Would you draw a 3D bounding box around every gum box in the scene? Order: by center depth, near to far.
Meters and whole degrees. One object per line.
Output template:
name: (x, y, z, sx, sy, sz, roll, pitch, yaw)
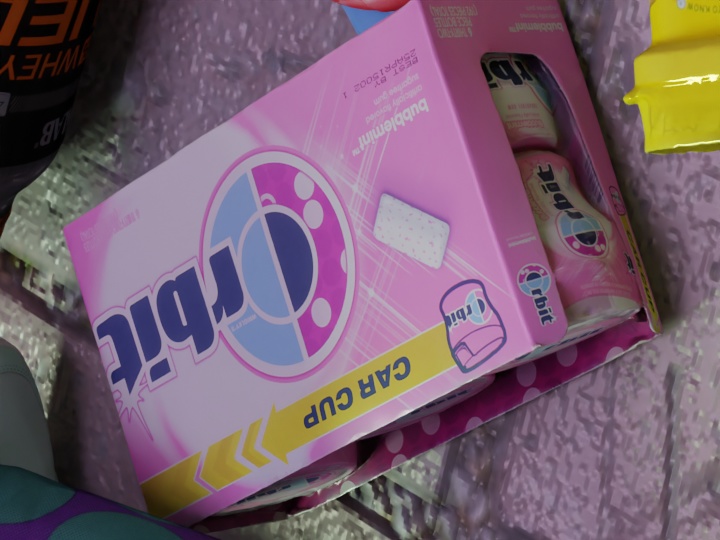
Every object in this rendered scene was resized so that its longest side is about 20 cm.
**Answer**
gum box: (0.000, 0.000, 0.947, 0.200, 0.066, 0.114, -30, 73, 43)

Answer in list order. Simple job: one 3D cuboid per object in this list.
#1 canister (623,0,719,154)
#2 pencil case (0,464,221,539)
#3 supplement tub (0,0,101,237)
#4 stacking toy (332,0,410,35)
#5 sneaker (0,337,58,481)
canister: (0.138, -0.136, 0.783, 0.148, 0.086, 0.201, -4, 91, 45)
pencil case: (-0.069, 0.126, 0.948, 0.200, 0.085, 0.093, 20, 85, 2)
supplement tub: (-0.150, -0.110, 1.045, 0.122, 0.122, 0.200, 36, 119, 36)
stacking toy: (-0.042, -0.130, 0.880, 0.116, 0.200, 0.110, -44, 65, 39)
sneaker: (-0.104, 0.120, 1.064, 0.118, 0.074, 0.201, -3, 92, 40)
